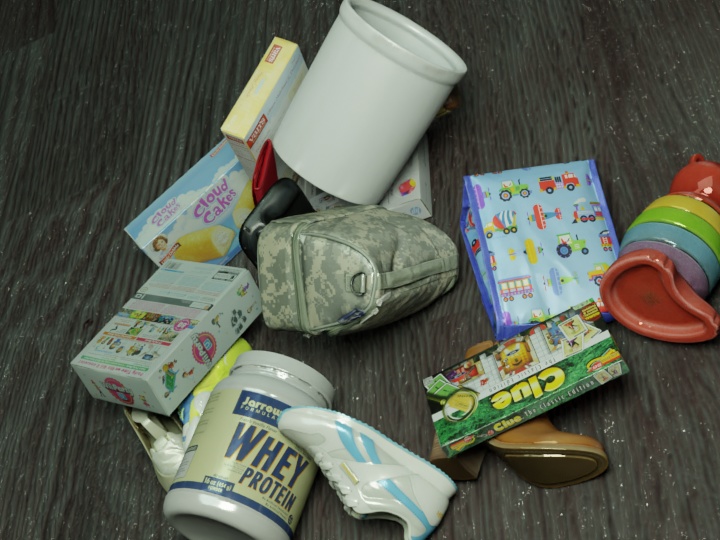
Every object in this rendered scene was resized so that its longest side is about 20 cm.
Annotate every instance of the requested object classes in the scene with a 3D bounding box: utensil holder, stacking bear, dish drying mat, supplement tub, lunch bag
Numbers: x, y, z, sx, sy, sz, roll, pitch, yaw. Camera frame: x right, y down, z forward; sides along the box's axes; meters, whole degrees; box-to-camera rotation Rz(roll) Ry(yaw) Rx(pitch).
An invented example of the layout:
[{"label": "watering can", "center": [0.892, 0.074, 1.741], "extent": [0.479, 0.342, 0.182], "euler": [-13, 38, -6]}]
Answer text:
[{"label": "utensil holder", "center": [0.006, -0.204, 1.518], "extent": [0.200, 0.170, 0.170], "euler": [-57, 37, 21]}, {"label": "stacking bear", "center": [0.337, -0.035, 1.299], "extent": [0.114, 0.121, 0.200], "euler": [-20, 29, 55]}, {"label": "dish drying mat", "center": [-0.116, -0.079, 1.589], "extent": [0.018, 0.200, 0.077], "euler": [7, 61, 7]}, {"label": "supplement tub", "center": [-0.117, 0.205, 1.378], "extent": [0.145, 0.145, 0.200], "euler": [-1, 54, 34]}, {"label": "lunch bag", "center": [0.204, -0.012, 1.362], "extent": [0.150, 0.094, 0.200], "euler": [-8, 54, -5]}, {"label": "lunch bag", "center": [0.000, 0.000, 1.431], "extent": [0.168, 0.200, 0.140], "euler": [0, 99, 36]}]

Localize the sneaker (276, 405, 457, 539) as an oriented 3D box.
[{"label": "sneaker", "center": [-0.003, 0.207, 1.290], "extent": [0.200, 0.077, 0.081], "euler": [28, 71, 7]}]

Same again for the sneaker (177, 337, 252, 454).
[{"label": "sneaker", "center": [-0.193, 0.169, 1.519], "extent": [0.105, 0.076, 0.200], "euler": [-25, 27, 30]}]

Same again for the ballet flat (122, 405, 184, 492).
[{"label": "ballet flat", "center": [-0.238, 0.210, 1.518], "extent": [0.069, 0.069, 0.200], "euler": [-42, 42, -4]}]

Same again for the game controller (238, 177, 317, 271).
[{"label": "game controller", "center": [-0.081, -0.026, 1.515], "extent": [0.042, 0.200, 0.104], "euler": [17, 66, 29]}]

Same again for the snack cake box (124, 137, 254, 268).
[{"label": "snack cake box", "center": [-0.206, -0.076, 1.707], "extent": [0.200, 0.115, 0.067], "euler": [-43, 42, -4]}]

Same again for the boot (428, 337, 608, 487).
[{"label": "boot", "center": [0.173, 0.142, 1.295], "extent": [0.200, 0.077, 0.155], "euler": [-9, 45, 38]}]

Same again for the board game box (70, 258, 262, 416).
[{"label": "board game box", "center": [-0.235, 0.077, 1.534], "extent": [0.147, 0.064, 0.200], "euler": [7, 44, 40]}]

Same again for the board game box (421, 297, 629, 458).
[{"label": "board game box", "center": [0.163, 0.107, 1.263], "extent": [0.200, 0.023, 0.105], "euler": [-27, 38, 9]}]

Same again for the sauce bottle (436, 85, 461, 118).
[{"label": "sauce bottle", "center": [0.032, -0.204, 1.631], "extent": [0.200, 0.066, 0.066], "euler": [-21, 45, 18]}]

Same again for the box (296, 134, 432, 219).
[{"label": "box", "center": [-0.006, -0.105, 1.647], "extent": [0.200, 0.041, 0.156], "euler": [-21, 44, 20]}]

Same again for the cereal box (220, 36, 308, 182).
[{"label": "cereal box", "center": [-0.106, -0.187, 1.604], "extent": [0.039, 0.200, 0.144], "euler": [22, 73, 19]}]
